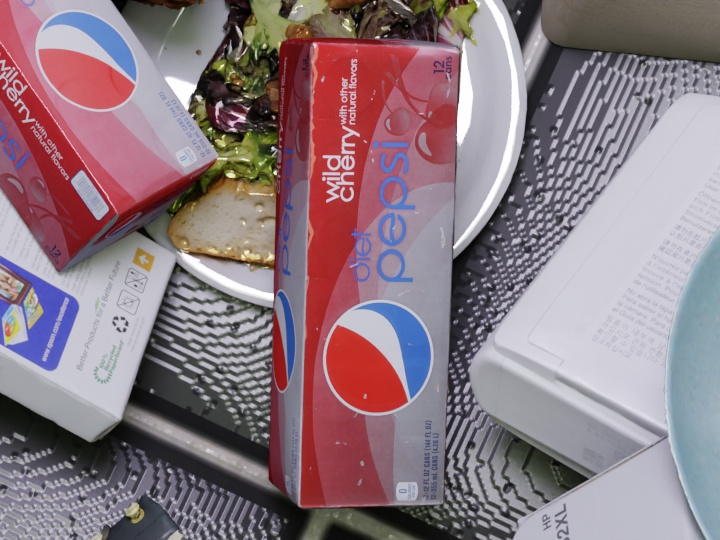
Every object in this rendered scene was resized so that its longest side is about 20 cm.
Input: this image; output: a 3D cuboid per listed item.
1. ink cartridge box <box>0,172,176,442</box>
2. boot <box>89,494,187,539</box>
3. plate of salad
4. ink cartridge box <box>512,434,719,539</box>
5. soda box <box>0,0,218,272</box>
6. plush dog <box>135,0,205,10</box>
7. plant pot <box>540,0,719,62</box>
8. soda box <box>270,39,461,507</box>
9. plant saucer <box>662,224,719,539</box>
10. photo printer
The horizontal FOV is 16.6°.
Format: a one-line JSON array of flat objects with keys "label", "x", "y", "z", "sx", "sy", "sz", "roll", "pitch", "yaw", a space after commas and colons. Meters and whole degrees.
[{"label": "ink cartridge box", "x": -0.180, "y": -0.013, "z": 1.084, "sx": 0.199, "sy": 0.037, "sz": 0.095, "roll": 33, "pitch": 50, "yaw": -20}, {"label": "boot", "x": -0.158, "y": 0.145, "z": 1.102, "sx": 0.153, "sy": 0.074, "sz": 0.204, "roll": -39, "pitch": 79, "yaw": -12}, {"label": "plate of salad", "x": -0.022, "y": -0.082, "z": 1.143, "sx": 0.198, "sy": 0.048, "sz": 0.202, "roll": 0, "pitch": 81, "yaw": 1}, {"label": "ink cartridge box", "x": 0.157, "y": 0.179, "z": 0.955, "sx": 0.084, "sy": 0.200, "sz": 0.146, "roll": -34, "pitch": 38, "yaw": 28}, {"label": "soda box", "x": -0.153, "y": -0.105, "z": 1.092, "sx": 0.070, "sy": 0.063, "sz": 0.201, "roll": -32, "pitch": 86, "yaw": -41}, {"label": "plush dog", "x": -0.080, "y": -0.204, "z": 1.128, "sx": 0.172, "sy": 0.160, "sz": 0.200, "roll": -52, "pitch": 41, "yaw": 6}, {"label": "plant pot", "x": 0.191, "y": -0.208, "z": 1.095, "sx": 0.198, "sy": 0.177, "sz": 0.202, "roll": 6, "pitch": 81, "yaw": 3}, {"label": "soda box", "x": 0.000, "y": 0.000, "z": 1.088, "sx": 0.069, "sy": 0.063, "sz": 0.202, "roll": 1, "pitch": 95, "yaw": -14}, {"label": "plant saucer", "x": 0.200, "y": 0.059, "z": 0.948, "sx": 0.199, "sy": 0.039, "sz": 0.203, "roll": 5, "pitch": 73, "yaw": -18}, {"label": "photo printer", "x": 0.167, "y": 0.016, "z": 1.080, "sx": 0.166, "sy": 0.070, "sz": 0.200, "roll": 28, "pitch": 58, "yaw": 18}]
